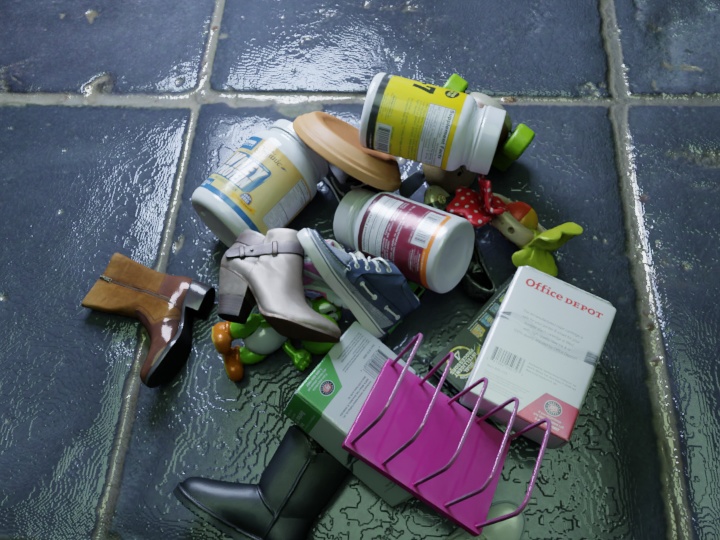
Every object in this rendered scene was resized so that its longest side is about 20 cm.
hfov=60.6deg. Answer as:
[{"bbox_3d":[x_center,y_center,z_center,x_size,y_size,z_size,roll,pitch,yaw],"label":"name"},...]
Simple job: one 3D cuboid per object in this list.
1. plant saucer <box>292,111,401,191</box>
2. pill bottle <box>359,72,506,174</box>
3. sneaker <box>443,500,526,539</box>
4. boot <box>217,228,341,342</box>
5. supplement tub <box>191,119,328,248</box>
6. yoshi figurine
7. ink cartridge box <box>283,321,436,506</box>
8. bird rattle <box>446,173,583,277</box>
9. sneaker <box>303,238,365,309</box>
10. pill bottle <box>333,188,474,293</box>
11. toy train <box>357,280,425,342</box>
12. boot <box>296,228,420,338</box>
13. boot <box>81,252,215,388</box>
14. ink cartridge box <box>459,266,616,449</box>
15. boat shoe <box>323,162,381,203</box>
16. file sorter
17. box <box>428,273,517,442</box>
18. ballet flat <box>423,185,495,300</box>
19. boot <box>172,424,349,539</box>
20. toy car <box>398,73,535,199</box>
[{"bbox_3d":[-0.014,-0.197,0.985,0.200,0.200,0.038,40,111,19],"label":"plant saucer"},{"bbox_3d":[0.106,-0.214,0.914,0.198,0.115,0.115,17,67,7],"label":"pill bottle"},{"bbox_3d":[0.137,0.371,0.795,0.199,0.071,0.073,-35,67,-12],"label":"sneaker"},{"bbox_3d":[-0.106,0.013,0.863,0.198,0.070,0.148,13,63,7],"label":"boot"},{"bbox_3d":[-0.162,-0.135,1.012,0.144,0.145,0.200,35,72,18],"label":"supplement tub"},{"bbox_3d":[-0.115,0.100,0.928,0.198,0.112,0.113,-20,81,-9],"label":"yoshi figurine"},{"bbox_3d":[0.019,0.194,0.838,0.199,0.083,0.147,40,52,6],"label":"ink cartridge box"},{"bbox_3d":[0.233,-0.070,0.961,0.199,0.163,0.113,32,110,11],"label":"bird rattle"},{"bbox_3d":[-0.073,-0.012,0.940,0.198,0.089,0.082,13,25,4],"label":"sneaker"},{"bbox_3d":[0.062,-0.052,0.935,0.199,0.115,0.115,24,67,33],"label":"pill bottle"},{"bbox_3d":[0.068,0.036,0.977,0.056,0.042,0.200,38,72,8],"label":"toy train"},{"bbox_3d":[0.000,0.000,0.865,0.090,0.201,0.073,-36,27,3],"label":"boot"},{"bbox_3d":[-0.357,0.072,0.971,0.198,0.069,0.190,16,67,12],"label":"boot"},{"bbox_3d":[0.244,0.118,0.849,0.145,0.083,0.201,25,69,12],"label":"ink cartridge box"},{"bbox_3d":[-0.012,-0.153,1.057,0.073,0.061,0.201,-30,67,-16],"label":"boat shoe"},{"bbox_3d":[0.108,0.193,0.744,0.199,0.126,0.139,33,53,0],"label":"file sorter"},{"bbox_3d":[0.223,0.128,0.917,0.200,0.049,0.161,-43,73,-16],"label":"box"},{"bbox_3d":[0.161,-0.048,0.972,0.066,0.057,0.202,-24,83,-22],"label":"ballet flat"},{"bbox_3d":[-0.132,0.286,0.848,0.199,0.077,0.169,28,73,8],"label":"boot"},{"bbox_3d":[0.156,-0.183,1.023,0.164,0.158,0.201,36,87,2],"label":"toy car"}]
